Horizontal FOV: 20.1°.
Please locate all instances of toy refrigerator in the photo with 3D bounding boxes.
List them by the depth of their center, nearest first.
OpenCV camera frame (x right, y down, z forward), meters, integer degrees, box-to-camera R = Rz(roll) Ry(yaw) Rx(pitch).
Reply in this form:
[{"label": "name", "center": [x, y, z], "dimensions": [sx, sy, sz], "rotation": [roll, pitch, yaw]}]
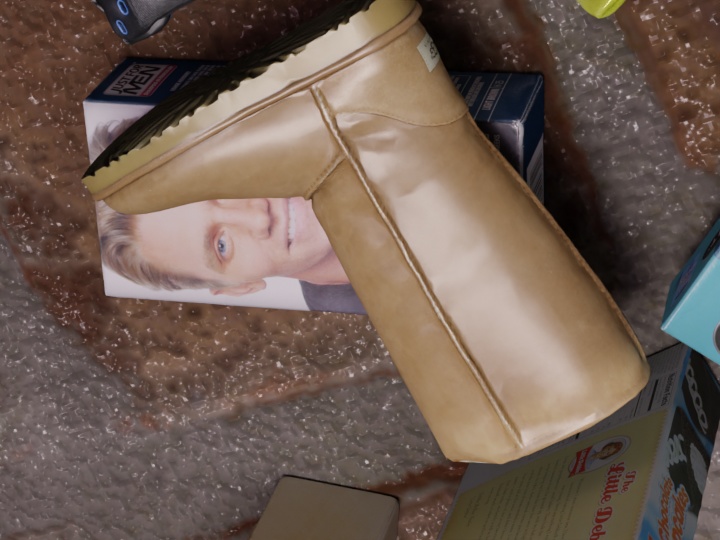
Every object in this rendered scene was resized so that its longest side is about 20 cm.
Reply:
[{"label": "toy refrigerator", "center": [-0.039, 0.185, 0.953], "dimensions": [0.069, 0.200, 0.076], "rotation": [10, 119, 11]}]

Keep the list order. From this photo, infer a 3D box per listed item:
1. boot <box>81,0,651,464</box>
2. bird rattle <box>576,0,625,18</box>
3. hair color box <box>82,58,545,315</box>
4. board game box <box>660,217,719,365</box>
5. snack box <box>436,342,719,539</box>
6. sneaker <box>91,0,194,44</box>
[{"label": "boot", "center": [0.000, 0.000, 0.857], "dimensions": [0.174, 0.066, 0.201], "rotation": [-25, 106, 24]}, {"label": "bird rattle", "center": [0.130, -0.186, 0.715], "dimensions": [0.163, 0.112, 0.200], "rotation": [51, 135, 8]}, {"label": "hair color box", "center": [-0.019, -0.037, 0.916], "dimensions": [0.198, 0.061, 0.101], "rotation": [4, 117, 15]}, {"label": "board game box", "center": [0.249, 0.012, 0.844], "dimensions": [0.199, 0.047, 0.151], "rotation": [31, 121, -1]}, {"label": "snack box", "center": [0.089, 0.108, 0.877], "dimensions": [0.116, 0.200, 0.037], "rotation": [-26, 105, 26]}, {"label": "sneaker", "center": [-0.137, -0.148, 0.885], "dimensions": [0.199, 0.073, 0.113], "rotation": [-7, 112, 17]}]
